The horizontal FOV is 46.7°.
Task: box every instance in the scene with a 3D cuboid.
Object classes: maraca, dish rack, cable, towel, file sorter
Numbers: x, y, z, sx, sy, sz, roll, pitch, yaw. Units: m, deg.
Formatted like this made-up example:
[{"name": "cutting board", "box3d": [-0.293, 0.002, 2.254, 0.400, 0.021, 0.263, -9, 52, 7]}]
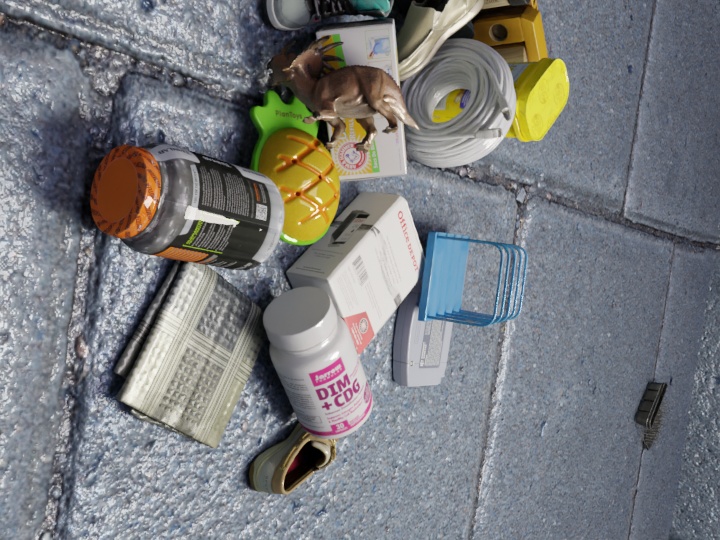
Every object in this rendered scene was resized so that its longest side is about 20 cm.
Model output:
[{"name": "maraca", "box3d": [-0.088, -0.132, 1.075, 0.137, 0.107, 0.201, -4, 85, -48]}, {"name": "dish rack", "box3d": [0.864, 0.434, 2.446, 0.154, 0.054, 0.200, -56, 136, -27]}, {"name": "cable", "box3d": [0.136, -0.253, 1.256, 0.069, 0.199, 0.201, 35, 49, -55]}, {"name": "towel", "box3d": [-0.206, 0.104, 1.039, 0.193, 0.034, 0.201, 46, 60, -49]}, {"name": "file sorter", "box3d": [0.187, 0.015, 1.346, 0.200, 0.122, 0.139, -1, 98, -67]}]

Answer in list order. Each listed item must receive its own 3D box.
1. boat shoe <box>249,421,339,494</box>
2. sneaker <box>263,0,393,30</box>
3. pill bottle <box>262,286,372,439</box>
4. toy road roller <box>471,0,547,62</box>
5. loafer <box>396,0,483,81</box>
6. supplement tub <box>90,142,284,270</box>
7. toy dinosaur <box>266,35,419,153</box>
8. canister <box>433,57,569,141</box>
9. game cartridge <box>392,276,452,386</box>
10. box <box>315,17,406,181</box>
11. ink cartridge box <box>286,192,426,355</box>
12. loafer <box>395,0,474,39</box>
[{"name": "boat shoe", "box3d": [-0.071, 0.261, 1.208, 0.200, 0.066, 0.074, -37, 125, -41]}, {"name": "sneaker", "box3d": [-0.022, -0.361, 1.091, 0.200, 0.120, 0.084, -36, 124, -41]}, {"name": "pill bottle", "box3d": [-0.059, 0.127, 1.146, 0.113, 0.113, 0.201, -49, 136, -34]}, {"name": "toy road roller", "box3d": [0.255, -0.440, 1.433, 0.146, 0.122, 0.201, -54, 136, -45]}, {"name": "loafer", "box3d": [0.091, -0.362, 1.237, 0.200, 0.076, 0.068, -44, 128, 0]}, {"name": "supplement tub", "box3d": [-0.192, -0.071, 0.938, 0.200, 0.122, 0.123, 13, 88, -53]}, {"name": "toy dinosaur", "box3d": [-0.015, -0.228, 1.043, 0.199, 0.086, 0.136, 3, 73, -12]}, {"name": "canister", "box3d": [0.213, -0.277, 1.345, 0.149, 0.199, 0.087, -52, 134, -31]}, {"name": "game cartridge", "box3d": [0.110, 0.097, 1.430, 0.133, 0.041, 0.201, 7, 92, -48]}, {"name": "box", "box3d": [0.005, -0.233, 1.137, 0.113, 0.101, 0.201, -83, 167, -69]}, {"name": "ink cartridge box", "box3d": [0.000, 0.000, 1.228, 0.200, 0.083, 0.147, -49, 133, -35]}, {"name": "loafer", "box3d": [0.105, -0.427, 1.296, 0.200, 0.073, 0.073, 33, 43, -48]}]
